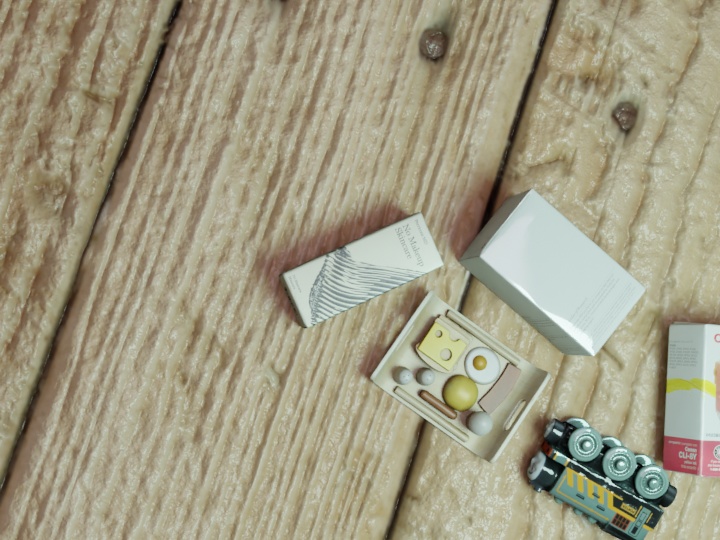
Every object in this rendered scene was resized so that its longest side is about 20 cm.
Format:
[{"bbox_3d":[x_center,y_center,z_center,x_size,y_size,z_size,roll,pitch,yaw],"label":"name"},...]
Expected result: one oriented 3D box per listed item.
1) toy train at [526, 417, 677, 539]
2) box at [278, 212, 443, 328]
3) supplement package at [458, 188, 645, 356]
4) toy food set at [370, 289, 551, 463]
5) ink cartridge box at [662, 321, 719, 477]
[{"bbox_3d":[0.319,0.278,1.625,0.199,0.085,0.114,29,93,-6],"label":"toy train"},{"bbox_3d":[0.000,0.000,1.591,0.199,0.068,0.083,-26,91,-9],"label":"box"},{"bbox_3d":[0.247,0.005,1.606,0.200,0.117,0.117,40,82,-6],"label":"supplement package"},{"bbox_3d":[0.131,0.139,1.609,0.200,0.060,0.144,36,83,-6],"label":"toy food set"},{"bbox_3d":[0.489,0.172,1.639,0.144,0.083,0.201,5,85,-22],"label":"ink cartridge box"}]
